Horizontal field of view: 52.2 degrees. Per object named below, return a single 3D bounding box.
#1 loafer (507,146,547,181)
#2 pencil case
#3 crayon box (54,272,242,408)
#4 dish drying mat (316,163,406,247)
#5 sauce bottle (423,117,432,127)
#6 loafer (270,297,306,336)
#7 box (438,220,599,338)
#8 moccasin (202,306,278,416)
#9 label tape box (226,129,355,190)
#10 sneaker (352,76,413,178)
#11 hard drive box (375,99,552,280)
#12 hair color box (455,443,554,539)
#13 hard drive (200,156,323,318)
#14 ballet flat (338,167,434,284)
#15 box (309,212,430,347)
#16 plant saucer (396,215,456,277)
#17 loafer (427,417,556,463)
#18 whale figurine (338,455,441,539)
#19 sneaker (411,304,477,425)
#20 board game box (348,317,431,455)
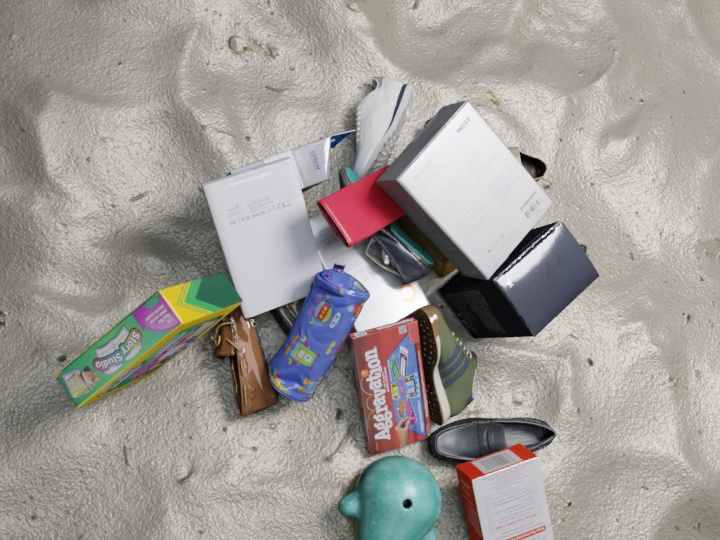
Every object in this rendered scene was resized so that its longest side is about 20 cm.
[{"bbox_3d":[0.231,-0.174,1.210,0.199,0.067,0.076,-5,79,-40],"label":"loafer"},{"bbox_3d":[-0.064,0.090,1.055,0.087,0.078,0.201,28,105,-3],"label":"pencil case"},{"bbox_3d":[-0.279,0.089,0.989,0.200,0.172,0.058,-37,85,17],"label":"crayon box"},{"bbox_3d":[0.026,-0.101,1.046,0.200,0.018,0.077,-33,87,-40],"label":"dish drying mat"},{"bbox_3d":[0.157,-0.161,1.231,0.064,0.065,0.201,-10,78,-13],"label":"sauce bottle"},{"bbox_3d":[-0.123,0.025,1.134,0.070,0.075,0.200,-37,95,-22],"label":"loafer"},{"bbox_3d":[0.237,0.020,1.126,0.148,0.200,0.104,-39,97,-16],"label":"box"},{"bbox_3d":[-0.190,0.117,1.099,0.077,0.074,0.202,-18,90,-22],"label":"moccasin"},{"bbox_3d":[-0.106,-0.148,1.131,0.199,0.143,0.066,-20,95,-15],"label":"label tape box"},{"bbox_3d":[0.022,-0.234,1.227,0.080,0.076,0.201,21,69,6],"label":"sneaker"},{"bbox_3d":[0.149,-0.112,1.040,0.156,0.077,0.200,-48,109,-11],"label":"hard drive box"},{"bbox_3d":[0.219,0.372,1.085,0.110,0.064,0.201,-15,99,-14],"label":"hair color box"},{"bbox_3d":[-0.134,-0.046,1.050,0.131,0.025,0.201,-20,110,-16],"label":"hard drive"},{"bbox_3d":[0.021,-0.058,1.080,0.073,0.073,0.200,-44,93,-17],"label":"ballet flat"},{"bbox_3d":[0.000,0.000,1.145,0.124,0.097,0.201,-25,82,-16],"label":"box"},{"bbox_3d":[0.147,-0.106,1.146,0.200,0.048,0.200,-34,104,20],"label":"plant saucer"},{"bbox_3d":[0.204,0.258,1.135,0.200,0.070,0.068,-3,76,-13],"label":"loafer"},{"bbox_3d":[0.043,0.369,1.062,0.159,0.104,0.201,26,74,-4],"label":"whale figurine"},{"bbox_3d":[0.136,0.134,1.128,0.090,0.067,0.201,-21,115,-26],"label":"sneaker"},{"bbox_3d":[0.047,0.176,1.101,0.103,0.019,0.201,-14,111,-13],"label":"board game box"}]
